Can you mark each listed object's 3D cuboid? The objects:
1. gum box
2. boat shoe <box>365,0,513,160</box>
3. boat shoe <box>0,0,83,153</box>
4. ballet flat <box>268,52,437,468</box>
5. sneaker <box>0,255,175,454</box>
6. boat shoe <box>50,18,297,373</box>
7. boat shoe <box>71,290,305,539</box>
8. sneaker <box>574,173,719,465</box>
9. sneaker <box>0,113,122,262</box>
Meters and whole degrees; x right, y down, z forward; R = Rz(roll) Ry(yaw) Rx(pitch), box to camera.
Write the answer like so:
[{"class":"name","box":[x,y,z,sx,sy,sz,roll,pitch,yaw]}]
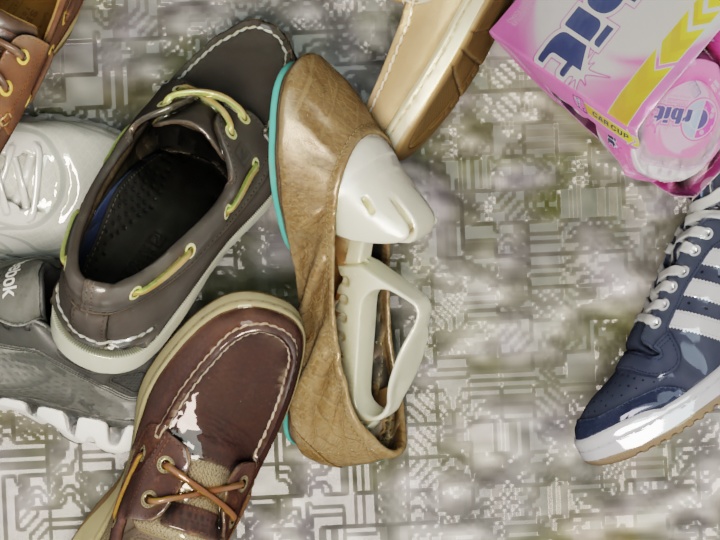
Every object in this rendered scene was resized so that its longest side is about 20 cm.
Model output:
[{"class":"gum box","box":[0.163,-0.139,1.163,0.200,0.113,0.066,-50,134,0]},{"class":"boat shoe","box":[0.042,-0.152,1.191,0.069,0.074,0.201,27,89,9]},{"class":"boat shoe","box":[-0.178,-0.094,1.127,0.072,0.068,0.201,29,50,-5]},{"class":"ballet flat","box":[0.000,0.000,1.167,0.072,0.068,0.201,11,110,32]},{"class":"sneaker","box":[-0.175,0.027,1.170,0.199,0.067,0.091,10,129,-6]},{"class":"boat shoe","box":[-0.077,-0.046,1.145,0.071,0.061,0.202,22,57,7]},{"class":"boat shoe","box":[-0.078,0.104,1.154,0.072,0.072,0.201,21,114,-27]},{"class":"sneaker","box":[0.160,-0.003,1.194,0.200,0.070,0.109,-38,98,-8]},{"class":"sneaker","box":[-0.188,-0.043,1.177,0.199,0.081,0.076,6,90,-4]}]
